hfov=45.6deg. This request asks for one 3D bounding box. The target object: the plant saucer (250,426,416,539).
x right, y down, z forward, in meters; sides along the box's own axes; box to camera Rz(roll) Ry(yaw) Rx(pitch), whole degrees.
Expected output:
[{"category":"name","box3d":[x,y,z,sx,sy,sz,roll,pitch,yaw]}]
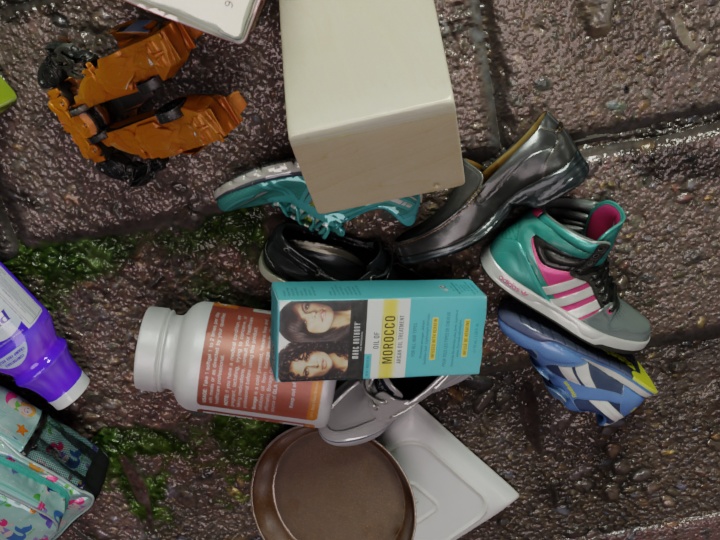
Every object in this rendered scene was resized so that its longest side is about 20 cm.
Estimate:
[{"category":"plant saucer","box3d":[-0.029,0.265,0.982,0.198,0.034,0.202,3,101,16]}]

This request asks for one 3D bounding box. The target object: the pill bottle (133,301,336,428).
[{"category":"pill bottle","box3d":[-0.124,0.093,0.878,0.198,0.112,0.113,9,118,-5]}]

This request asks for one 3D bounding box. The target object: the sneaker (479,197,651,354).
[{"category":"sneaker","box3d":[0.231,-0.005,0.845,0.199,0.084,0.121,28,124,-12]}]

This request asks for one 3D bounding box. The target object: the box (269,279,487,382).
[{"category":"box","box3d":[0.016,0.055,0.807,0.198,0.049,0.083,-1,108,-13]}]

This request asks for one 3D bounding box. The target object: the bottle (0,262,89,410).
[{"category":"bottle","box3d":[-0.366,0.061,0.887,0.083,0.065,0.201,-30,114,14]}]

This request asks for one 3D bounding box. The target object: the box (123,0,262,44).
[{"category":"box","box3d":[-0.123,-0.248,0.638,0.127,0.200,0.110,19,106,-10]}]

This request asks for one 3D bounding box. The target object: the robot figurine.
[{"category":"robot figurine","box3d":[-0.195,-0.146,0.742,0.199,0.058,0.146,-3,126,42]}]

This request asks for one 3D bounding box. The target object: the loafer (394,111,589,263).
[{"category":"loafer","box3d":[0.114,-0.076,0.817,0.199,0.073,0.073,-31,106,5]}]

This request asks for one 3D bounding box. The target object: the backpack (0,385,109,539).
[{"category":"backpack","box3d":[-0.405,0.228,0.938,0.177,0.151,0.200,-41,106,21]}]

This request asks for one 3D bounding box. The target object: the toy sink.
[{"category":"toy sink","box3d":[0.008,-0.166,0.727,0.129,0.202,0.112,-11,147,6]}]

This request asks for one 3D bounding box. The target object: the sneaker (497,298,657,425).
[{"category":"sneaker","box3d":[0.218,0.102,0.905,0.199,0.074,0.082,31,116,-14]}]

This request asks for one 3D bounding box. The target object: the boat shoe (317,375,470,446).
[{"category":"boat shoe","box3d":[0.031,0.119,0.906,0.199,0.074,0.065,-36,157,9]}]

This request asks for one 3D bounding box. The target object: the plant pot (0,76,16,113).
[{"category":"plant pot","box3d":[-0.449,-0.147,0.709,0.198,0.200,0.182,-29,109,15]}]

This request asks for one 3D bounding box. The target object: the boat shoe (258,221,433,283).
[{"category":"boat shoe","box3d":[0.000,-0.002,0.846,0.198,0.075,0.066,21,135,-1]}]

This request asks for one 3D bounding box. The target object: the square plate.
[{"category":"square plate","box3d":[0.055,0.273,1.021,0.200,0.029,0.198,-40,111,19]}]

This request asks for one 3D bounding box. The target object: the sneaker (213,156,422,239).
[{"category":"sneaker","box3d":[-0.040,-0.069,0.800,0.198,0.078,0.081,-4,97,3]}]
